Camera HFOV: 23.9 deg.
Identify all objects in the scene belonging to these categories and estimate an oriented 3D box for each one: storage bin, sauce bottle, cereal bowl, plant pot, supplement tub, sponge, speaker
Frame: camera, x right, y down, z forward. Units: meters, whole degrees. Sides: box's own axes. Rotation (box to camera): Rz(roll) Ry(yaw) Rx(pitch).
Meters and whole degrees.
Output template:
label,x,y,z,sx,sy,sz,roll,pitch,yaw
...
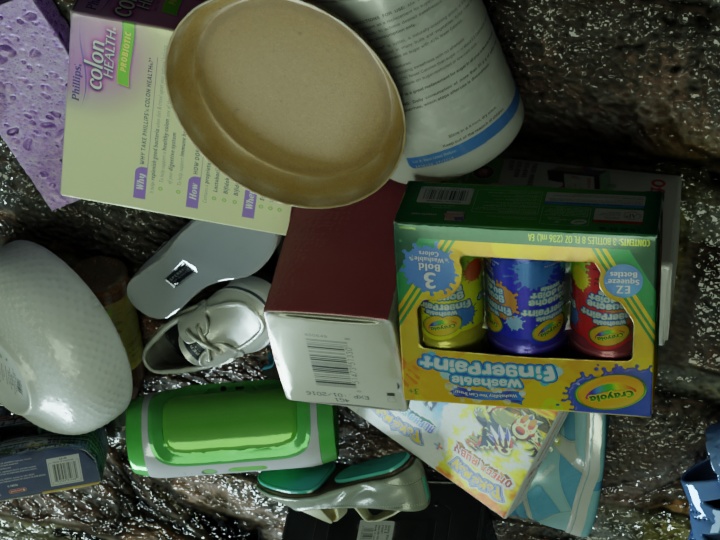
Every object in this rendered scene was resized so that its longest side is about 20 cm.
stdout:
label,x,y,z,sx,sy,sz,roll,pitch,yaw
storage bin,0.028,0.287,1.690,0.200,0.135,0.094,1,143,15
sauce bottle,-0.243,0.080,1.660,0.066,0.066,0.200,3,127,13
cereal bowl,-0.311,0.075,1.608,0.200,0.083,0.200,31,139,31
plant pot,-0.055,-0.135,1.311,0.200,0.027,0.200,13,134,14
supplement tub,0.039,-0.180,1.335,0.132,0.132,0.200,-10,124,22
sponge,-0.279,-0.151,1.509,0.111,0.030,0.200,-16,121,25
speaker,-0.123,0.154,1.652,0.200,0.088,0.089,-4,127,2

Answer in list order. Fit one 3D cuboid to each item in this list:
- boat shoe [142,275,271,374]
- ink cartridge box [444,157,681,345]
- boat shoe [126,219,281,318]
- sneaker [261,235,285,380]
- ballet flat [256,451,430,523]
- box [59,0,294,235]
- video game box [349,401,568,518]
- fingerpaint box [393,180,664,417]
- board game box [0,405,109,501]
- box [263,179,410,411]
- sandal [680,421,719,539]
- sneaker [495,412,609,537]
label,x,y,z,sx,sy,sz,roll,pitch,yaw
boat shoe,-0.139,0.058,1.572,0.200,0.066,0.072,-13,113,51
ink cartridge box,0.164,-0.020,1.416,0.200,0.145,0.084,6,125,10
boat shoe,-0.135,-0.023,1.544,0.071,0.070,0.200,42,134,-14
sneaker,-0.065,0.033,1.570,0.082,0.073,0.200,6,127,17
ballet flat,-0.018,0.218,1.650,0.200,0.067,0.064,-10,111,39
box,-0.139,-0.142,1.417,0.200,0.097,0.176,10,125,-1
video game box,0.091,0.104,1.556,0.200,0.047,0.182,34,133,17
fingerpaint box,0.131,0.023,1.318,0.200,0.073,0.167,4,122,12
board game box,-0.359,0.178,1.714,0.200,0.200,0.062,-10,100,-5
box,0.000,0.000,1.430,0.109,0.200,0.128,4,141,13
sandal,0.341,0.210,1.602,0.087,0.080,0.200,23,122,1
sneaker,0.167,0.171,1.611,0.130,0.080,0.200,8,128,7
